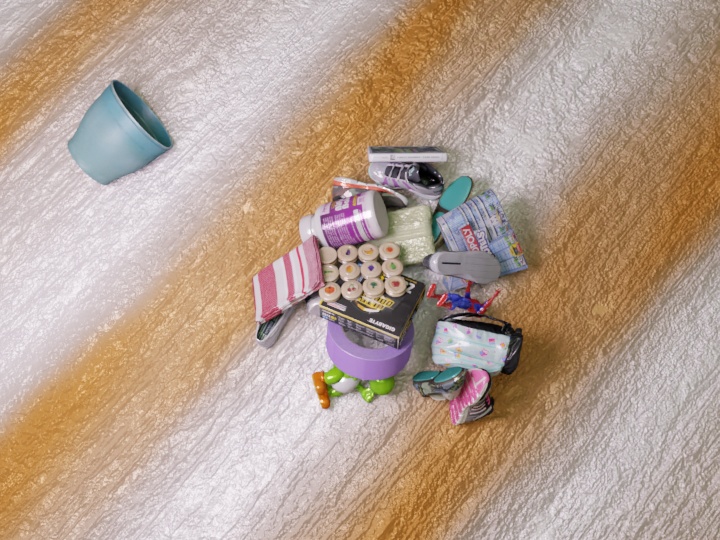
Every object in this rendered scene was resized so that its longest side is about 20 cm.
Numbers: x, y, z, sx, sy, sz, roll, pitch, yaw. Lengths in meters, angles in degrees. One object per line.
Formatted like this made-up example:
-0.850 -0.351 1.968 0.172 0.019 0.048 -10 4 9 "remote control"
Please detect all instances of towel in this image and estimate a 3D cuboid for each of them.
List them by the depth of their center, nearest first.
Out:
-0.171 0.021 1.497 0.198 0.023 0.146 -32 47 20 "towel"
0.082 -0.074 1.562 0.196 0.036 0.152 -10 75 18 "towel"

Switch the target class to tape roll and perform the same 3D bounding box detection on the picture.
0.021 0.148 1.472 0.195 0.067 0.202 3 40 -3 "tape roll"

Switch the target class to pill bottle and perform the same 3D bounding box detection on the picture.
-0.041 -0.111 1.541 0.196 0.112 0.115 -14 76 19 "pill bottle"

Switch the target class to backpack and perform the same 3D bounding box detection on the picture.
0.259 0.170 1.478 0.195 0.167 0.130 11 77 11 "backpack"

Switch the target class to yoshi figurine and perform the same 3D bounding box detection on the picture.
-0.005 0.255 1.487 0.196 0.112 0.114 -20 94 -7 "yoshi figurine"

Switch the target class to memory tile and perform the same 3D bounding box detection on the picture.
0.000 0.000 1.469 0.195 0.017 0.156 -5 51 -2 "memory tile"

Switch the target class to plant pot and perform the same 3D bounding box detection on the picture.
-0.589 -0.315 1.576 0.187 0.200 0.202 -38 79 7 "plant pot"

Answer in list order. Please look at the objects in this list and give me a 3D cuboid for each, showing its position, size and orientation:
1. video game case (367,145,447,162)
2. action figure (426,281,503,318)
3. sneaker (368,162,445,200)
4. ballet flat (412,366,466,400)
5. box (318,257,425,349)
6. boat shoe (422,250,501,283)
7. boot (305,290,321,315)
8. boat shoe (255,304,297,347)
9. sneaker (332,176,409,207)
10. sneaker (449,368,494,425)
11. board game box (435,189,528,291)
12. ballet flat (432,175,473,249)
0.107 -0.280 1.563 0.177 0.200 0.024 -1 106 0 "video game case"
0.247 0.052 1.493 0.065 0.198 0.100 44 106 41 "action figure"
0.114 -0.237 1.573 0.195 0.140 0.080 14 83 3 "sneaker"
0.185 0.253 1.444 0.073 0.199 0.076 4 80 -21 "ballet flat"
0.028 0.066 1.457 0.196 0.050 0.161 21 53 16 "box"
0.229 -0.017 1.478 0.196 0.071 0.074 10 95 -30 "boat shoe"
-0.041 0.034 1.553 0.196 0.073 0.092 -13 58 -14 "boot"
-0.190 0.085 1.539 0.072 0.067 0.204 18 78 4 "boat shoe"
0.021 -0.170 1.604 0.196 0.077 0.084 14 92 11 "sneaker"
0.260 0.275 1.445 0.085 0.202 0.075 -4 51 -16 "sneaker"
0.266 -0.051 1.539 0.197 0.062 0.203 -29 110 0 "board game box"
0.212 -0.136 1.587 0.070 0.071 0.202 32 87 7 "ballet flat"
